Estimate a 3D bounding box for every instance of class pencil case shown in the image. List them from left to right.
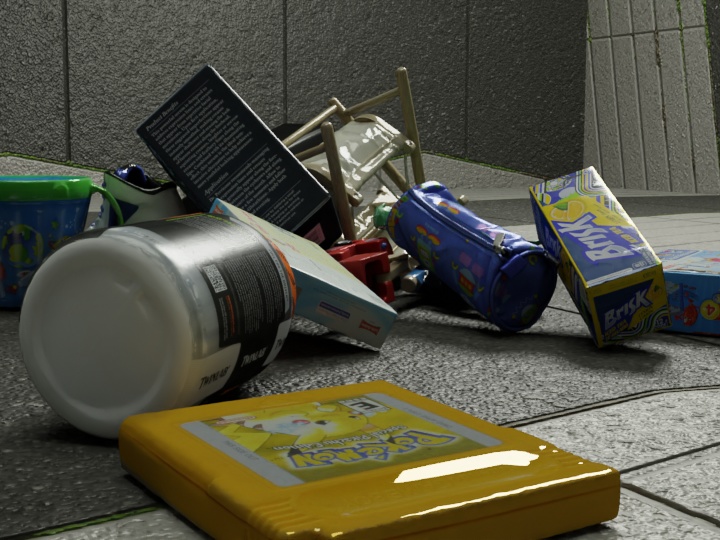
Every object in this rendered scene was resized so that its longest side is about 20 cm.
[{"bbox_3d":[0.102,-0.020,1.053,0.078,0.088,0.200,-34,38,-13],"label":"pencil case"}]

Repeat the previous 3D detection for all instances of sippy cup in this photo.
[{"bbox_3d":[-0.346,-0.031,1.158,0.175,0.133,0.139,2,8,19],"label":"sippy cup"}]

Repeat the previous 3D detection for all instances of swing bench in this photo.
[{"bbox_3d":[0.006,-0.106,1.353,0.129,0.202,0.199,-16,17,38],"label":"swing bench"}]

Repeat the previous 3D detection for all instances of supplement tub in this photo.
[{"bbox_3d":[-0.118,0.027,0.722,0.121,0.125,0.200,2,7,17],"label":"supplement tub"}]

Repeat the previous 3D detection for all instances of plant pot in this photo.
[{"bbox_3d":[-0.179,-0.250,2.765,0.198,0.203,0.176,7,20,44],"label":"plant pot"}]

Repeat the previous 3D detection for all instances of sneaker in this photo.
[{"bbox_3d":[-0.267,-0.053,1.247,0.197,0.117,0.080,-19,-2,25],"label":"sneaker"}]

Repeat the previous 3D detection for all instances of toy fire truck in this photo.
[{"bbox_3d":[0.000,0.000,1.144,0.139,0.050,0.199,-7,8,31],"label":"toy fire truck"}]

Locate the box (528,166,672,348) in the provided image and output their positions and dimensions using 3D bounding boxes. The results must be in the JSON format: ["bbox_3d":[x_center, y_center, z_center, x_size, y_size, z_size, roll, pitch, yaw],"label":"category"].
[{"bbox_3d":[0.211,-0.017,0.996,0.069,0.065,0.201,-17,30,3],"label":"box"}]

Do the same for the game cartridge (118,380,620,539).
[{"bbox_3d":[-0.003,0.095,0.546,0.174,0.033,0.199,-4,7,-32],"label":"game cartridge"}]

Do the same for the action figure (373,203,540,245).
[{"bbox_3d":[0.097,-0.034,1.258,0.198,0.055,0.118,18,-28,-26],"label":"action figure"}]

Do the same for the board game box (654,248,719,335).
[{"bbox_3d":[0.356,0.020,1.069,0.193,0.057,0.199,5,8,31],"label":"board game box"}]

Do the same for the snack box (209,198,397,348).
[{"bbox_3d":[-0.059,-0.001,0.977,0.115,0.037,0.200,25,7,-29],"label":"snack box"}]

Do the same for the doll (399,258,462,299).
[{"bbox_3d":[0.102,0.010,1.172,0.135,0.049,0.199,-11,11,-29],"label":"doll"}]

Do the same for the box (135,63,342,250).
[{"bbox_3d":[-0.126,-0.094,1.192,0.107,0.200,0.149,-41,-13,-6],"label":"box"}]

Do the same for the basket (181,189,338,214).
[{"bbox_3d":[-0.135,-0.056,1.378,0.178,0.138,0.200,-17,3,27],"label":"basket"}]
